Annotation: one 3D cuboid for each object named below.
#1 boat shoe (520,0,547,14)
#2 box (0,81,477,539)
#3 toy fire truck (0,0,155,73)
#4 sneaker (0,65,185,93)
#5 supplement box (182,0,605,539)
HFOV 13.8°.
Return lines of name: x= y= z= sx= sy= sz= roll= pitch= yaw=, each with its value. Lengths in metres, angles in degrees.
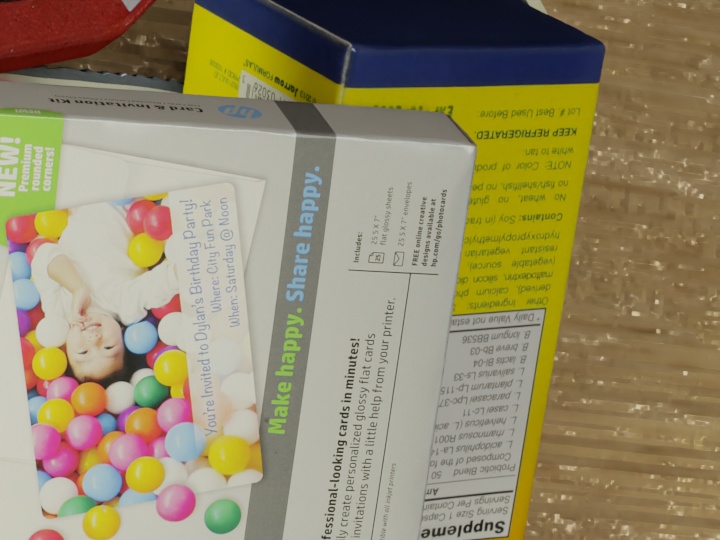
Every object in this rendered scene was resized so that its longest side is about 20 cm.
boat shoe: x=-0.009 y=-0.145 z=1.132 sx=0.201 sy=0.074 sz=0.063 roll=45 pitch=78 yaw=-8
box: x=-0.071 y=0.021 z=0.962 sx=0.199 sy=0.041 sz=0.157 roll=4 pitch=107 yaw=-15
toy fire truck: x=-0.158 y=-0.149 z=1.029 sx=0.200 sy=0.112 sz=0.168 roll=49 pitch=51 yaw=-11
sneaker: x=-0.132 y=-0.033 z=1.086 sx=0.199 sy=0.070 sz=0.083 roll=5 pitch=85 yaw=-17
supplement box: x=0.000 y=0.000 z=1.068 sx=0.108 sy=0.109 sz=0.201 roll=-3 pitch=111 yaw=-32
